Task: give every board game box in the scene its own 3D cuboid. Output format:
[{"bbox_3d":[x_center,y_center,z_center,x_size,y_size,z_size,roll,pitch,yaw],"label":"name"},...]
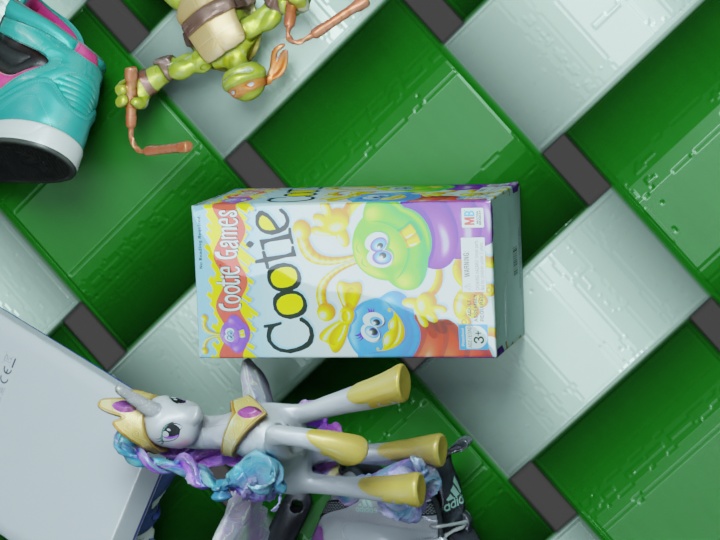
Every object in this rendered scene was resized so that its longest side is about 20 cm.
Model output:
[{"bbox_3d":[0.000,0.000,1.715,0.198,0.103,0.106,-1,97,14],"label":"board game box"}]

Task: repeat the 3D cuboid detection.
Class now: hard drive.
[{"bbox_3d":[-0.219,0.118,1.781,0.199,0.025,0.133,28,99,35],"label":"hard drive"}]

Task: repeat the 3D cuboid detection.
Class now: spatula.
[{"bbox_3d":[-0.081,0.237,1.811,0.056,0.021,0.201,24,101,-3],"label":"spatula"}]

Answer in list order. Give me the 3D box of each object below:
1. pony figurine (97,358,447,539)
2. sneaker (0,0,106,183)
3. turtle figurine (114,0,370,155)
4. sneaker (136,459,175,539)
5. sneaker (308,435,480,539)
[{"bbox_3d":[-0.051,0.118,1.674,0.198,0.193,0.168,-1,62,17],"label":"pony figurine"},{"bbox_3d":[-0.245,-0.130,1.773,0.199,0.084,0.121,6,66,41],"label":"sneaker"},{"bbox_3d":[-0.093,-0.179,1.734,0.199,0.064,0.162,-30,82,25],"label":"turtle figurine"},{"bbox_3d":[-0.167,0.198,1.814,0.088,0.075,0.201,32,107,-10],"label":"sneaker"},{"bbox_3d":[0.064,0.179,1.737,0.199,0.078,0.141,19,103,11],"label":"sneaker"}]
